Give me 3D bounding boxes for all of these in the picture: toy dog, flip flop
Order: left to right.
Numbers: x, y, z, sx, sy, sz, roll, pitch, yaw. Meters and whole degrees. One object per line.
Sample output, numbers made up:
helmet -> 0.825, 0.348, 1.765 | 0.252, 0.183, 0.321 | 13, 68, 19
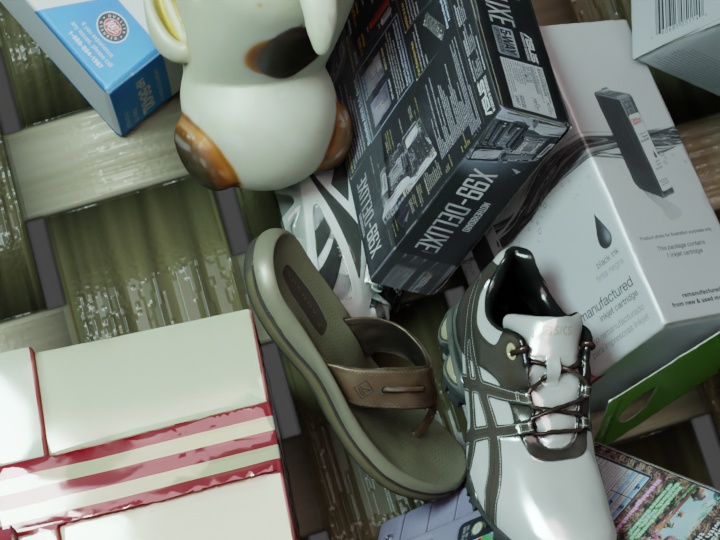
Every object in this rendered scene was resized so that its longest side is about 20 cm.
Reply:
toy dog -> -0.051, -0.144, 1.180 | 0.139, 0.201, 0.194 | -19, 44, -29
flip flop -> 0.007, 0.053, 1.150 | 0.057, 0.081, 0.201 | -26, 112, 22

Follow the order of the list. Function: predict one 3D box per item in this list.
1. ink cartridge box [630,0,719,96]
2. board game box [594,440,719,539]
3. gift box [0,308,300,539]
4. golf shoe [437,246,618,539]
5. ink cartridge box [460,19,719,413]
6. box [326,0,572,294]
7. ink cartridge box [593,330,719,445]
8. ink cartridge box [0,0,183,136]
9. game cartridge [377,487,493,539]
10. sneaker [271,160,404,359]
ink cartridge box -> 0.262, -0.194, 1.240 | 0.199, 0.083, 0.177 | 17, 66, -38
board game box -> 0.157, 0.203, 1.098 | 0.160, 0.200, 0.097 | -47, 114, -12
gift box -> -0.134, 0.124, 1.144 | 0.185, 0.200, 0.186 | -12, 66, -1
golf shoe -> 0.095, 0.075, 1.103 | 0.077, 0.095, 0.201 | -4, 49, -23
ink cartridge box -> 0.130, -0.030, 1.204 | 0.083, 0.144, 0.202 | -7, 67, -36
box -> 0.044, -0.112, 1.197 | 0.049, 0.158, 0.201 | 11, 46, -27
ink cartridge box -> 0.241, 0.072, 1.176 | 0.199, 0.148, 0.076 | -30, 75, -8
ink cartridge box -> -0.129, -0.212, 1.309 | 0.200, 0.084, 0.146 | -39, 76, -12
game cartridge -> 0.050, 0.197, 1.113 | 0.038, 0.129, 0.201 | 44, 34, -22
sneaker -> 0.000, 0.000, 1.242 | 0.088, 0.074, 0.202 | -13, 72, -1
